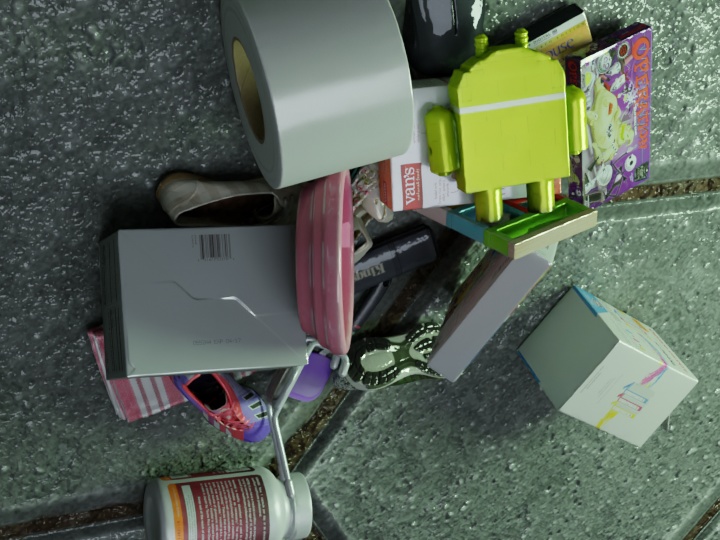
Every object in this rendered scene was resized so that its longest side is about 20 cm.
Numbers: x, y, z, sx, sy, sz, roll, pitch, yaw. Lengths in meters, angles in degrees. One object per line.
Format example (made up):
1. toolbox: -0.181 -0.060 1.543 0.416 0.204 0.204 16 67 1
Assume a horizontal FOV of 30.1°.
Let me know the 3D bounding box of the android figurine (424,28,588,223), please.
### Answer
1. android figurine: 0.157 -0.155 1.426 0.181 0.041 0.201 -12 107 -12

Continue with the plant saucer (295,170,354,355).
1. plant saucer: -0.037 -0.012 1.409 0.051 0.201 0.201 1 127 3

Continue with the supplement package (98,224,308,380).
1. supplement package: -0.173 0.035 1.454 0.199 0.111 0.156 -2 85 -23

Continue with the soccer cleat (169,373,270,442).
1. soccer cleat: -0.163 0.157 1.583 0.068 0.073 0.200 -37 131 1

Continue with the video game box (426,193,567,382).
1. video game box: 0.163 0.012 1.574 0.047 0.182 0.200 33 120 -5

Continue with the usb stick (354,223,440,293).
1. usb stick: 0.000 0.000 1.601 0.199 0.033 0.056 -22 131 -7

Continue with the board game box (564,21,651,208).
1. board game box: 0.291 -0.176 1.563 0.120 0.032 0.201 -31 130 -31

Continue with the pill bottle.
1. pill bottle: -0.168 0.310 1.701 0.199 0.113 0.113 -3 125 -21

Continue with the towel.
1. towel: -0.210 0.089 1.580 0.199 0.030 0.147 -21 130 -12

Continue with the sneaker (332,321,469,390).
1. sneaker: 0.047 0.117 1.701 0.199 0.077 0.089 -3 162 -32

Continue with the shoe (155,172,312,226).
1. shoe: -0.126 -0.069 1.480 0.199 0.053 0.070 1 125 -27

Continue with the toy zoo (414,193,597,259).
1. toy zoo: 0.149 -0.073 1.511 0.131 0.200 0.021 -21 124 -33

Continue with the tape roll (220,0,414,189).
1. tape roll: -0.046 -0.194 1.328 0.139 0.203 0.203 -16 129 -13

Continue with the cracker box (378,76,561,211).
1. cracker box: 0.119 -0.144 1.472 0.199 0.058 0.135 -7 108 -12

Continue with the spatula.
1. spatula: -0.021 0.082 1.659 0.056 0.021 0.200 24 111 -42

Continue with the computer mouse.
1. computer mouse: 0.085 -0.285 1.417 0.138 0.053 0.201 -18 129 -12

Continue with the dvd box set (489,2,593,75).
1. dvd box set: 0.216 -0.194 1.557 0.146 0.029 0.200 -28 131 -3

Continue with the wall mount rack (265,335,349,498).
1. wall mount rack: -0.076 0.164 1.568 0.074 0.200 0.174 27 87 -6

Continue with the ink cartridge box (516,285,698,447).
1. ink cartridge box: 0.337 0.133 1.787 0.200 0.129 0.125 25 111 -36

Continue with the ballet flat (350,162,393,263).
1. ballet flat: -0.001 -0.060 1.530 0.200 0.064 0.076 -54 155 18
